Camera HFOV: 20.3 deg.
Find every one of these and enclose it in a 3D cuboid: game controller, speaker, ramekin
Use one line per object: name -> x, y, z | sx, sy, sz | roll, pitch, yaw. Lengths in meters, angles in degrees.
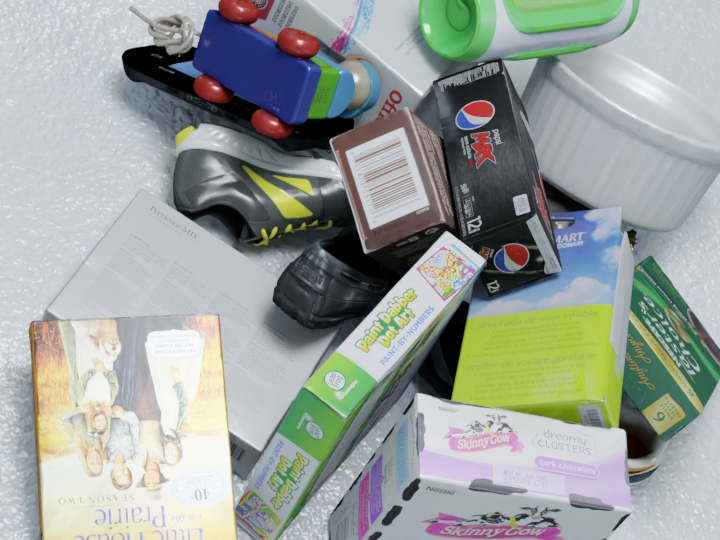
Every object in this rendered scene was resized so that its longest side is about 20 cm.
game controller -> -0.104, -0.149, 1.687 | 0.199, 0.042, 0.104 | 25, 13, 24
speaker -> 0.144, -0.223, 1.690 | 0.199, 0.089, 0.089 | -13, 63, -41
ramekin -> 0.228, -0.119, 1.781 | 0.199, 0.098, 0.201 | 24, 21, -10

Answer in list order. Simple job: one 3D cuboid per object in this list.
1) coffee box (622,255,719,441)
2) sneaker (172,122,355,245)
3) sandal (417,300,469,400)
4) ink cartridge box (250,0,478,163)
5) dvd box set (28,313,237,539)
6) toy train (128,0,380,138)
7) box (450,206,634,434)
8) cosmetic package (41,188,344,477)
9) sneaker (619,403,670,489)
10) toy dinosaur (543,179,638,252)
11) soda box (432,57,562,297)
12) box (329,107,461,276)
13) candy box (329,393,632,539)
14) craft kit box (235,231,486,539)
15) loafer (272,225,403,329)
coffee box -> 0.246, 0.061, 1.669 | 0.123, 0.044, 0.200 | 54, 20, 4
sneaker -> -0.069, -0.054, 1.682 | 0.199, 0.074, 0.085 | 17, 72, -12
sandal -> 0.091, 0.083, 1.625 | 0.076, 0.043, 0.201 | -18, 45, -10
ink cartridge box -> -0.007, -0.203, 1.751 | 0.200, 0.146, 0.145 | 39, 50, 7
dvd box set -> -0.168, 0.133, 1.485 | 0.145, 0.029, 0.202 | -1, 71, -12
toy train -> -0.084, -0.180, 1.644 | 0.199, 0.085, 0.115 | 32, 21, 34
box -> 0.143, 0.042, 1.541 | 0.121, 0.048, 0.201 | -6, 44, 20
cosmetic package -> -0.133, 0.047, 1.587 | 0.199, 0.052, 0.151 | 33, 53, 1
sneaker -> 0.160, 0.139, 1.633 | 0.199, 0.080, 0.079 | -3, 60, -23
toy dinosaur -> 0.178, -0.046, 1.769 | 0.102, 0.077, 0.201 | 13, 56, -29
soda box -> 0.107, -0.076, 1.591 | 0.063, 0.071, 0.201 | -19, 42, 12
box -> 0.048, -0.053, 1.614 | 0.075, 0.200, 0.101 | -22, 74, 14
candy box -> 0.084, 0.181, 1.492 | 0.167, 0.200, 0.072 | 11, 54, -15
craft kit box -> -0.003, 0.091, 1.518 | 0.048, 0.200, 0.198 | 36, 50, 6
loafer -> 0.000, 0.000, 1.621 | 0.068, 0.071, 0.200 | 37, 20, 18
